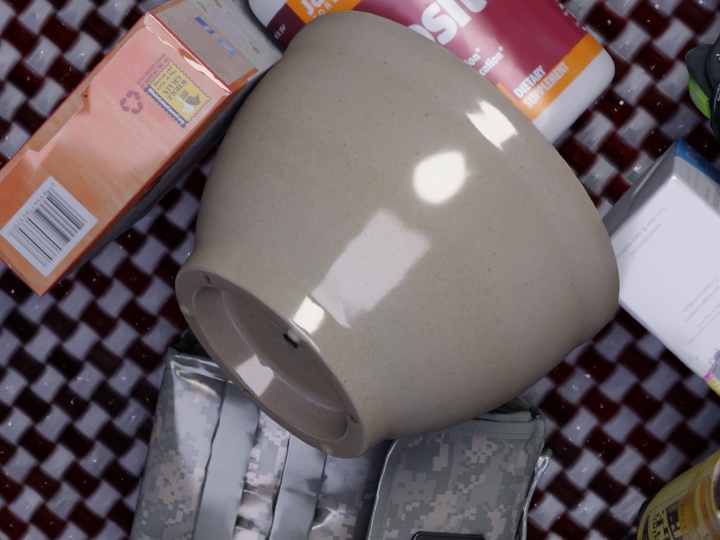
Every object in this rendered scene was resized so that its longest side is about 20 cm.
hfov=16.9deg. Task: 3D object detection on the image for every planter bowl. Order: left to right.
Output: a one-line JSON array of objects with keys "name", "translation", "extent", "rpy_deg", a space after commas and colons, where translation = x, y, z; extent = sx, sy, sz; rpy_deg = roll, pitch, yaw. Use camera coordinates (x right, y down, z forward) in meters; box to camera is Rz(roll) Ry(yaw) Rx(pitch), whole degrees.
[{"name": "planter bowl", "translation": [0.000, 0.000, 1.116], "extent": [0.200, 0.200, 0.135], "rpy_deg": [46, 69, -2]}]

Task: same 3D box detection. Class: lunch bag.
[{"name": "lunch bag", "translation": [-0.013, 0.129, 1.235], "extent": [0.199, 0.118, 0.165], "rpy_deg": [13, 101, 0]}]

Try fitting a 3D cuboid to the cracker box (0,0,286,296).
[{"name": "cracker box", "translation": [-0.104, -0.071, 1.169], "extent": [0.058, 0.200, 0.134], "rpy_deg": [44, 105, -3]}]

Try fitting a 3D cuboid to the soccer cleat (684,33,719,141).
[{"name": "soccer cleat", "translation": [0.196, -0.070, 1.148], "extent": [0.081, 0.068, 0.201], "rpy_deg": [-3, 58, 11]}]

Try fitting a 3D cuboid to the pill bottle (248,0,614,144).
[{"name": "pill bottle", "translation": [0.019, -0.131, 1.181], "extent": [0.200, 0.113, 0.113], "rpy_deg": [45, 105, -2]}]

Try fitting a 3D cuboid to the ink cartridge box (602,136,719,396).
[{"name": "ink cartridge box", "translation": [0.206, 0.032, 1.183], "extent": [0.200, 0.115, 0.068], "rpy_deg": [42, 105, -2]}]

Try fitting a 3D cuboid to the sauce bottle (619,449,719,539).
[{"name": "sauce bottle", "translation": [0.170, 0.129, 1.175], "extent": [0.066, 0.200, 0.066], "rpy_deg": [4, 69, -12]}]
